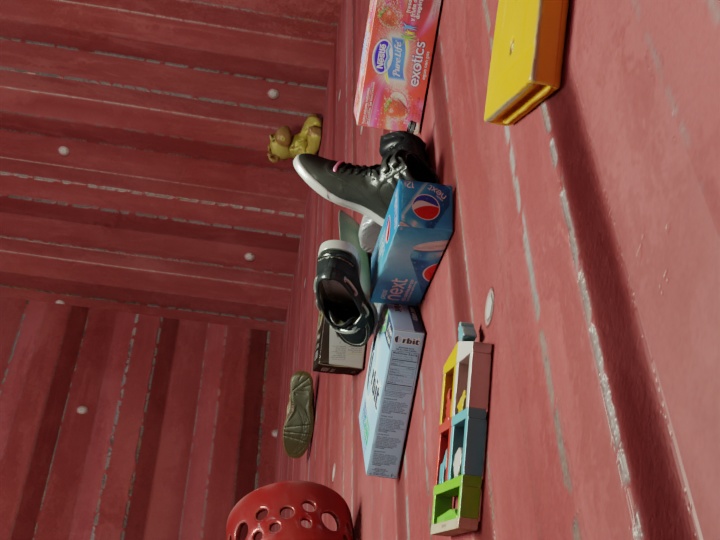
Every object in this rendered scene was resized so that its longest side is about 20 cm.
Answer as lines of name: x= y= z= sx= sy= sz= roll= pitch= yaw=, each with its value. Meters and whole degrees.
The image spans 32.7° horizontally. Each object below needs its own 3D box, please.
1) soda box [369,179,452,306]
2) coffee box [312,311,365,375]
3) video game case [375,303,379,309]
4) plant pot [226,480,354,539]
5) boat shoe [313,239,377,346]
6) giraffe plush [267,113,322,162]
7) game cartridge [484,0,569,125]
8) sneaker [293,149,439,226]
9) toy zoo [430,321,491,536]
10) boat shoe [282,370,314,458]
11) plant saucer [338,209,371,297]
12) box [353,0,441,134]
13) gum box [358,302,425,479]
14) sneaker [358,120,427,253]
soda box: x=0.060 y=-0.030 z=1.496 sx=0.201 sy=0.067 sz=0.065 roll=109 pitch=164 yaw=-61
coffee box: x=-0.030 y=0.073 z=2.114 sx=0.113 sy=0.079 sz=0.203 roll=127 pitch=150 yaw=-76
video game case: x=0.044 y=-0.049 z=1.858 sx=0.183 sy=0.022 sz=0.202 roll=-93 pitch=12 yaw=-57
plant pot: x=-0.099 y=0.447 z=1.840 sx=0.184 sy=0.197 sz=0.202 roll=-104 pitch=21 yaw=-50
boat shoe: x=-0.024 y=0.045 z=1.573 sx=0.201 sy=0.074 sz=0.061 roll=70 pitch=-154 yaw=-49
giraffe plush: x=-0.214 y=-0.405 z=3.913 sx=0.173 sy=0.160 sz=0.203 roll=-106 pitch=25 yaw=-74
game cartridge: x=0.155 y=-0.245 z=1.095 sx=0.176 sy=0.032 sz=0.203 roll=151 pitch=128 yaw=-82
sneaker: x=0.015 y=-0.124 z=1.559 sx=0.100 sy=0.198 sz=0.071 roll=-65 pitch=-7 yaw=31
toy zoo: x=0.097 y=0.149 z=1.177 sx=0.131 sy=0.020 sz=0.203 roll=119 pitch=158 yaw=-73
boat shoe: x=-0.138 y=0.335 z=2.862 sx=0.066 sy=0.073 sz=0.203 roll=26 pitch=-107 yaw=-83
plant saucer: x=0.000 y=0.000 z=1.970 sx=0.201 sy=0.038 sz=0.204 roll=-9 pitch=-90 yaw=-85
box: x=0.051 y=-0.310 z=1.771 sx=0.103 sy=0.093 sz=0.203 roll=-100 pitch=19 yaw=-72
gum box: x=0.038 y=0.140 z=1.602 sx=0.170 sy=0.044 sz=0.203 roll=-100 pitch=19 yaw=-71
sneaker: x=0.049 y=-0.114 z=1.683 sx=0.201 sy=0.074 sz=0.115 roll=115 pitch=163 yaw=-52
